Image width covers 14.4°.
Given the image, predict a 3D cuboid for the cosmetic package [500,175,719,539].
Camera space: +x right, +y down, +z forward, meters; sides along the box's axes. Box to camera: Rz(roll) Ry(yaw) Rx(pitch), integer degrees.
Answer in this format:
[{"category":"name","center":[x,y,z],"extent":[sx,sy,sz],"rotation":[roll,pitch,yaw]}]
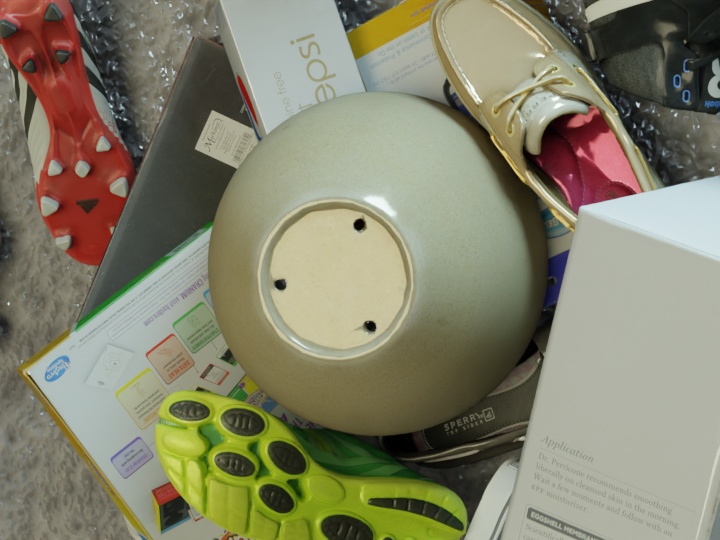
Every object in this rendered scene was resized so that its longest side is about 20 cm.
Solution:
[{"category":"cosmetic package","center":[0.189,0.064,1.529],"extent":[0.122,0.199,0.201],"rotation":[22,108,28]}]

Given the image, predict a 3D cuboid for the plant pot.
[{"category":"plant pot","center":[0.000,0.000,1.599],"extent":[0.199,0.134,0.202],"rotation":[1,94,10]}]

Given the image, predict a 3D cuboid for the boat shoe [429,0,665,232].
[{"category":"boat shoe","center":[0.111,-0.084,1.596],"extent":[0.074,0.069,0.200],"rotation":[-41,83,4]}]

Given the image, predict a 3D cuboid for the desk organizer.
[{"category":"desk organizer","center":[-0.111,-0.043,1.779],"extent":[0.071,0.077,0.201],"rotation":[22,94,-6]}]

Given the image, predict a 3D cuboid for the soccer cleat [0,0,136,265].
[{"category":"soccer cleat","center":[-0.188,-0.101,1.834],"extent":[0.068,0.085,0.201],"rotation":[-14,114,6]}]

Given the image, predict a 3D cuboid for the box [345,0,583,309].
[{"category":"box","center":[0.079,-0.074,1.678],"extent":[0.119,0.041,0.201],"rotation":[-25,86,33]}]

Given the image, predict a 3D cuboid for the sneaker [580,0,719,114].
[{"category":"sneaker","center":[0.212,-0.144,1.568],"extent":[0.199,0.073,0.113],"rotation":[-2,99,41]}]

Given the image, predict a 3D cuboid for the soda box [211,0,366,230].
[{"category":"soda box","center":[-0.025,-0.079,1.706],"extent":[0.068,0.064,0.201],"rotation":[-19,91,-7]}]

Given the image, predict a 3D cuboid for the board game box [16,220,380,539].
[{"category":"board game box","center":[-0.089,0.095,1.721],"extent":[0.153,0.040,0.200],"rotation":[-37,97,-11]}]

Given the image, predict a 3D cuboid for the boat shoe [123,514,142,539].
[{"category":"boat shoe","center":[-0.062,0.183,1.794],"extent":[0.199,0.071,0.070],"rotation":[28,146,15]}]

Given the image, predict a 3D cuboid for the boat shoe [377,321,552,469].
[{"category":"boat shoe","center":[0.096,0.073,1.675],"extent":[0.199,0.057,0.067],"rotation":[-26,83,33]}]

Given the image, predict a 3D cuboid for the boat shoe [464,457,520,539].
[{"category":"boat shoe","center":[0.087,0.215,1.699],"extent":[0.068,0.072,0.201],"rotation":[26,103,29]}]

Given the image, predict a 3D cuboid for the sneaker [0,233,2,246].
[{"category":"sneaker","center":[-0.281,-0.037,1.907],"extent":[0.087,0.074,0.201],"rotation":[0,104,21]}]

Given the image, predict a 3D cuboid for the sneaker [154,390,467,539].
[{"category":"sneaker","center":[-0.036,0.126,1.667],"extent":[0.074,0.199,0.084],"rotation":[-65,20,1]}]
